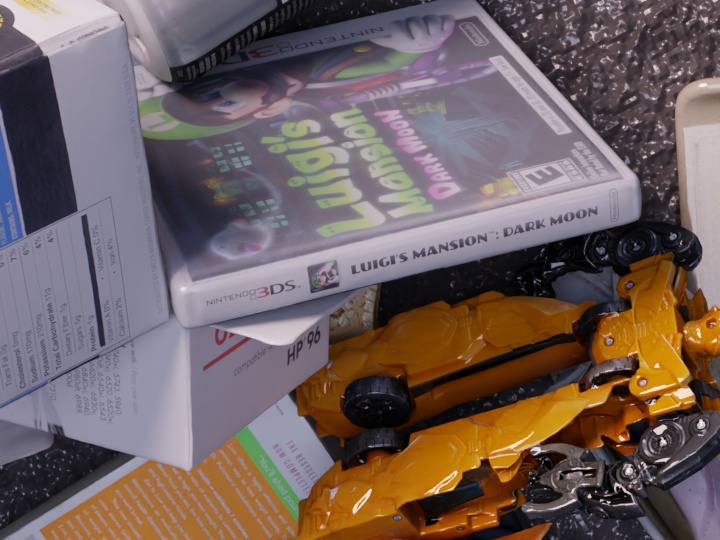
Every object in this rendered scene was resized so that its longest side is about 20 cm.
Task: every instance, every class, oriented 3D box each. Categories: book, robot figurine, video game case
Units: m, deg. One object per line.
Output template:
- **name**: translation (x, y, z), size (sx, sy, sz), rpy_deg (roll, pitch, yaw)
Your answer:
- **book**: translation (-0.083, 0.147, 1.020), size (0.200, 0.048, 0.134), rpy_deg (-32, 97, 10)
- **robot figurine**: translation (0.067, 0.056, 0.909), size (0.199, 0.146, 0.058), rpy_deg (-18, 139, 20)
- **video game case**: translation (-0.007, -0.052, 0.885), size (0.181, 0.200, 0.023), rpy_deg (-14, 121, -11)

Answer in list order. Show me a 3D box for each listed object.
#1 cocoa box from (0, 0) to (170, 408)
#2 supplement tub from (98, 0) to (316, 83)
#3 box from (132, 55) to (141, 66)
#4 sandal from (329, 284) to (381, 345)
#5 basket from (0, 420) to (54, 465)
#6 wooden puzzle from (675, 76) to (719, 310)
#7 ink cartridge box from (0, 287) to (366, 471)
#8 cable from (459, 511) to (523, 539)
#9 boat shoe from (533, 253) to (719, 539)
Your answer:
- **cocoa box**: translation (-0.184, -0.045, 0.793), size (0.131, 0.200, 0.134), rpy_deg (-29, 130, -30)
- **supplement tub**: translation (-0.030, -0.178, 0.914), size (0.200, 0.123, 0.123), rpy_deg (-35, 93, -8)
- **box**: translation (-0.138, -0.085, 0.994), size (0.137, 0.039, 0.200), rpy_deg (-34, 93, 9)
- **sandal**: translation (-0.001, 0.000, 0.972), size (0.211, 0.078, 0.070), rpy_deg (-36, 87, 5)
- **basket**: translation (-0.256, 0.059, 0.936), size (0.135, 0.200, 0.124), rpy_deg (-20, 91, 38)
- **wooden puzzle**: translation (0.237, 0.010, 0.967), size (0.184, 0.037, 0.201), rpy_deg (-3, 98, 7)
- **ink cartridge box**: translation (-0.090, 0.018, 0.885), size (0.199, 0.116, 0.068), rpy_deg (12, 116, 25)
- **cable**: translation (0.011, 0.189, 0.995), size (0.200, 0.051, 0.163), rpy_deg (-35, 118, 9)
- **boat shoe**: translation (0.133, 0.072, 0.952), size (0.074, 0.065, 0.202), rpy_deg (-40, 76, 34)
